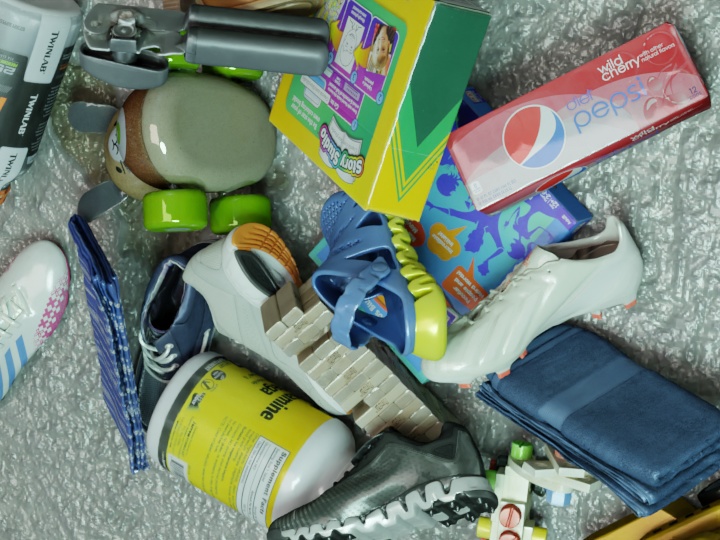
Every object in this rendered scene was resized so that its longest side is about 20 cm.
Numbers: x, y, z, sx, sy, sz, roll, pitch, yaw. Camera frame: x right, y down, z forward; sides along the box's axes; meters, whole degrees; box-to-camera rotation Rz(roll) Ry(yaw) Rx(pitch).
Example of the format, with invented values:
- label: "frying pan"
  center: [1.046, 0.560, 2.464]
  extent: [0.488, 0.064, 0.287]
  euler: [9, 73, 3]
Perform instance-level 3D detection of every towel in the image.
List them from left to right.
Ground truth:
- label: "towel"
  center: [-0.227, 0.064, 1.587]
  extent: [0.024, 0.145, 0.201]
  euler: [-14, 119, -15]
- label: "towel"
  center: [0.192, 0.111, 1.395]
  extent: [0.200, 0.111, 0.049]
  euler: [32, 139, 45]

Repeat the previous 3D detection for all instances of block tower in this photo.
- label: "block tower"
  center: [0.004, 0.090, 1.483]
  extent: [0.054, 0.058, 0.200]
  euler: [-41, 113, 11]

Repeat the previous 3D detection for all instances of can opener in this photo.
- label: "can opener"
  center: [-0.126, -0.177, 1.438]
  extent: [0.198, 0.054, 0.067]
  euler: [6, 138, -6]

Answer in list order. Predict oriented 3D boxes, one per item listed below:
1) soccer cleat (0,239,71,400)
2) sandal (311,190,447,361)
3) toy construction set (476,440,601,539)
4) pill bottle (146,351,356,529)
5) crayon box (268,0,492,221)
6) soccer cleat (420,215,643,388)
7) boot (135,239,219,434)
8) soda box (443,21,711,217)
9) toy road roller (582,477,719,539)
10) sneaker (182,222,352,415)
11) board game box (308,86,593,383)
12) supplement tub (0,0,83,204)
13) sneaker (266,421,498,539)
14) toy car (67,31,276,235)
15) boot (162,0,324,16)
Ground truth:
- label: "soccer cleat"
  center: [-0.340, 0.062, 1.685]
  extent: [0.070, 0.086, 0.201]
  euler: [38, 112, 16]
- label: "sandal"
  center: [0.000, 0.000, 1.418]
  extent: [0.200, 0.086, 0.080]
  euler: [-121, 29, -54]
- label: "toy construction set"
  center: [0.127, 0.218, 1.458]
  extent: [0.092, 0.131, 0.201]
  euler: [23, 105, 8]
- label: "pill bottle"
  center: [-0.078, 0.161, 1.560]
  extent: [0.199, 0.112, 0.113]
  euler: [27, 109, 19]
- label: "crayon box"
  center: [0.011, -0.160, 1.440]
  extent: [0.200, 0.058, 0.174]
  euler: [46, 122, 54]
- label: "soccer cleat"
  center: [0.131, 0.022, 1.415]
  extent: [0.199, 0.069, 0.078]
  euler: [-26, 121, -10]
- label: "boot"
  center: [-0.176, 0.067, 1.604]
  extent: [0.072, 0.090, 0.201]
  euler: [25, 108, 20]
- label: "soda box"
  center: [0.170, -0.116, 1.394]
  extent: [0.199, 0.063, 0.070]
  euler: [-27, 81, 12]
- label: "toy road roller"
  center: [0.255, 0.245, 1.393]
  extent: [0.199, 0.146, 0.124]
  euler: [-31, 84, 26]
- label: "sneaker"
  center: [-0.073, 0.047, 1.545]
  extent: [0.092, 0.076, 0.201]
  euler: [-17, 117, 39]
- label: "board game box"
  center: [0.072, -0.029, 1.494]
  extent: [0.152, 0.045, 0.200]
  euler: [47, 115, 12]
- label: "supplement tub"
  center: [-0.338, -0.167, 1.628]
  extent: [0.122, 0.122, 0.201]
  euler: [29, 110, 19]
- label: "sneaker"
  center: [0.014, 0.177, 1.457]
  extent: [0.199, 0.066, 0.091]
  euler: [-19, 60, 18]
- label: "toy car"
  center: [-0.188, -0.109, 1.560]
  extent: [0.199, 0.157, 0.166]
  euler: [-6, 85, 38]
- label: "boot"
  center: [-0.102, -0.284, 1.505]
  extent: [0.199, 0.076, 0.157]
  euler: [6, 95, 55]
